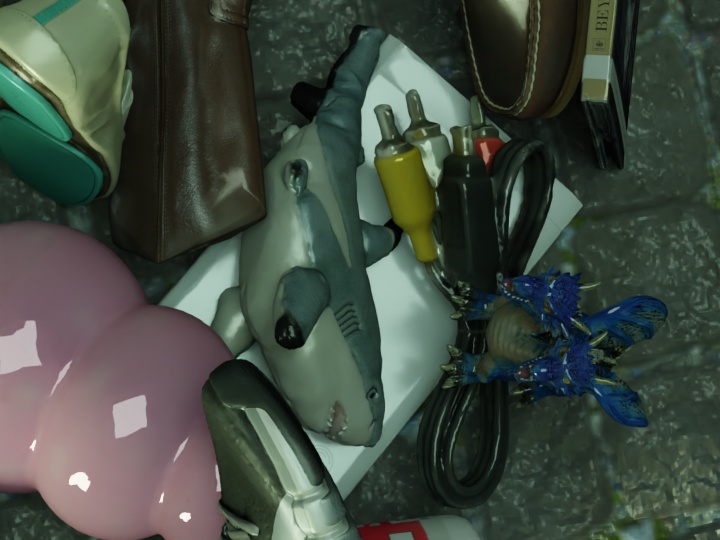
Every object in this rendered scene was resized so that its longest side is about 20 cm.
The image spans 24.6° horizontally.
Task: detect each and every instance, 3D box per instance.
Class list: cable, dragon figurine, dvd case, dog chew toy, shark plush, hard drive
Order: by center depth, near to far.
[{"bbox_3d":[-0.109,0.062,0.736,0.199,0.125,0.125,28,80,13],"label":"dog chew toy"},{"bbox_3d":[0.106,0.038,0.758,0.200,0.099,0.059,17,82,-49],"label":"dragon figurine"},{"bbox_3d":[-0.017,-0.019,0.798,0.083,0.091,0.201,17,60,-26],"label":"shark plush"},{"bbox_3d":[0.127,-0.161,0.802,0.016,0.149,0.201,5,83,12],"label":"dvd case"},{"bbox_3d":[0.053,0.011,0.809,0.097,0.050,0.201,-10,101,-38],"label":"cable"},{"bbox_3d":[0.000,0.000,0.826,0.132,0.026,0.200,41,79,-3],"label":"hard drive"}]

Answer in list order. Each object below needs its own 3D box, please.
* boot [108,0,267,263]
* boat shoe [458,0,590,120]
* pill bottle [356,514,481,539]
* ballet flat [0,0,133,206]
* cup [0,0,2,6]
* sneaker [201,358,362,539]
[{"bbox_3d":[-0.050,-0.105,0.759,0.064,0.186,0.201,13,71,-44],"label":"boot"},{"bbox_3d":[0.065,-0.168,0.770,0.070,0.070,0.201,-13,107,-39],"label":"boat shoe"},{"bbox_3d":[-0.040,0.178,0.757,0.199,0.112,0.113,-5,85,-10],"label":"pill bottle"},{"bbox_3d":[-0.126,-0.080,0.726,0.069,0.200,0.070,2,80,-9],"label":"ballet flat"},{"bbox_3d":[-0.231,-0.155,0.728,0.200,0.200,0.143,41,56,-3],"label":"cup"},{"bbox_3d":[-0.045,0.144,0.657,0.115,0.075,0.201,-26,102,-5],"label":"sneaker"}]
